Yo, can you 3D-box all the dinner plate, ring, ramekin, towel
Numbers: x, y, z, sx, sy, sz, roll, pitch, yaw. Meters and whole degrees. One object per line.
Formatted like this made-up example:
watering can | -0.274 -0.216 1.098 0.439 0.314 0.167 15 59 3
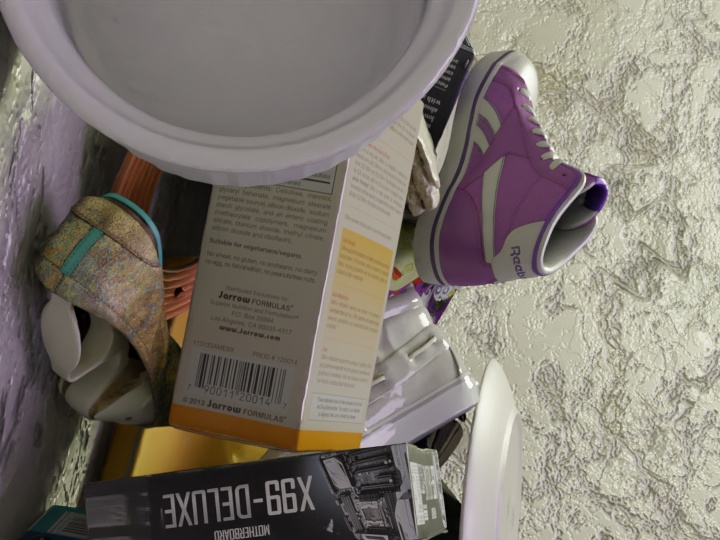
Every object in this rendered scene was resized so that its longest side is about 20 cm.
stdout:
dinner plate | 0.091 0.161 1.173 0.200 0.024 0.202 5 90 -79
ring | -0.081 -0.060 0.950 0.201 0.019 0.201 -49 158 -27
ramekin | -0.049 -0.131 0.723 0.098 0.199 0.202 108 -8 -82
towel | 0.003 -0.138 1.055 0.133 0.034 0.201 -89 159 -74

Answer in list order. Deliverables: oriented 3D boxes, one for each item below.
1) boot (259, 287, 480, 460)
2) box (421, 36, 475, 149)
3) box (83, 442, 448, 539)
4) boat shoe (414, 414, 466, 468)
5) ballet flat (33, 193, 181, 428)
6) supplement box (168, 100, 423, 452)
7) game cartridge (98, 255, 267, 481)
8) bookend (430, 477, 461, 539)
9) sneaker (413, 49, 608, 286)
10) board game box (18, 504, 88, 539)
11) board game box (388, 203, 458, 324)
boot | -0.024 0.084 1.066 0.199 0.096 0.074 -27 170 -32
box | -0.005 -0.090 1.218 0.148 0.104 0.201 -85 -163 -76
box | -0.040 0.123 0.893 0.200 0.156 0.050 48 34 -81
boat shoe | -0.010 0.147 1.151 0.201 0.074 0.093 -58 148 -14
ballet flat | -0.126 0.038 0.866 0.201 0.070 0.071 89 13 -58
supplement box | -0.031 -0.009 0.908 0.126 0.073 0.202 24 77 -74
game cartridge | -0.088 0.113 1.064 0.176 0.032 0.201 46 46 -45
bookend | 0.011 0.232 1.209 0.199 0.200 0.092 -47 134 7
sneaker | 0.115 -0.068 1.137 0.073 0.113 0.202 61 37 -43
board game box | -0.163 0.235 0.845 0.151 0.046 0.202 -51 150 -77
board game box | 0.000 0.000 1.122 0.120 0.032 0.200 -56 146 4
